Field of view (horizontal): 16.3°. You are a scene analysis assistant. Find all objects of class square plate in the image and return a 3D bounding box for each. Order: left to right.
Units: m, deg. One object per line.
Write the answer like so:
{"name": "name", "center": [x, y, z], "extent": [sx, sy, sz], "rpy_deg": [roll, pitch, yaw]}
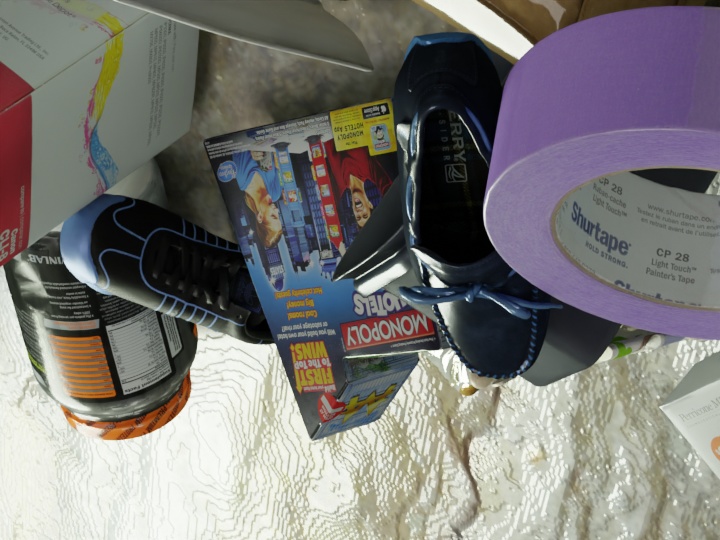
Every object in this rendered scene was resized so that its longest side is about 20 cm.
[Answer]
{"name": "square plate", "center": [-0.114, -0.179, 1.436], "extent": [0.198, 0.200, 0.029], "rpy_deg": [38, 108, 42]}

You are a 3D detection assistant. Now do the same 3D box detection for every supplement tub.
{"name": "supplement tub", "center": [-0.182, 0.014, 1.749], "extent": [0.122, 0.123, 0.201], "rpy_deg": [18, 136, 31]}

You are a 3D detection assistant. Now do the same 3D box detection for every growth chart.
{"name": "growth chart", "center": [0.166, 0.038, 1.435], "extent": [0.200, 0.144, 0.018], "rpy_deg": [-16, 89, 52]}

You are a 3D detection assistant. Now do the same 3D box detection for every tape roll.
{"name": "tape roll", "center": [0.159, -0.040, 1.151], "extent": [0.199, 0.066, 0.200], "rpy_deg": [10, 153, 5]}

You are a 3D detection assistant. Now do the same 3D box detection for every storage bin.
{"name": "storage bin", "center": [0.097, -0.037, 1.381], "extent": [0.134, 0.200, 0.146], "rpy_deg": [38, 159, -8]}

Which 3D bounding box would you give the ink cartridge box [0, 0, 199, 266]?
{"name": "ink cartridge box", "center": [-0.216, -0.125, 1.573], "extent": [0.145, 0.200, 0.145], "rpy_deg": [36, 143, 22]}

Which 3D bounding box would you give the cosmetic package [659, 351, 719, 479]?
{"name": "cosmetic package", "center": [0.288, 0.094, 1.441], "extent": [0.151, 0.052, 0.200], "rpy_deg": [51, 143, -5]}

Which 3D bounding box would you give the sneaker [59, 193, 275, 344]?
{"name": "sneaker", "center": [-0.108, 0.000, 1.654], "extent": [0.078, 0.070, 0.200], "rpy_deg": [8, 170, 40]}

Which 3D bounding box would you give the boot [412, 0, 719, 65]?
{"name": "boot", "center": [0.079, -0.154, 1.191], "extent": [0.200, 0.066, 0.175], "rpy_deg": [39, 144, 11]}

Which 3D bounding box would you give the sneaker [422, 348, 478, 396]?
{"name": "sneaker", "center": [0.072, -0.002, 1.533], "extent": [0.088, 0.076, 0.200], "rpy_deg": [42, 141, 11]}

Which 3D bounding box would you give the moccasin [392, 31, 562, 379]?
{"name": "moccasin", "center": [0.046, -0.019, 1.236], "extent": [0.080, 0.068, 0.200], "rpy_deg": [-10, 125, 14]}

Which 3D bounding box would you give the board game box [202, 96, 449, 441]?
{"name": "board game box", "center": [0.000, 0.000, 1.537], "extent": [0.200, 0.062, 0.201], "rpy_deg": [-7, 97, 54]}
